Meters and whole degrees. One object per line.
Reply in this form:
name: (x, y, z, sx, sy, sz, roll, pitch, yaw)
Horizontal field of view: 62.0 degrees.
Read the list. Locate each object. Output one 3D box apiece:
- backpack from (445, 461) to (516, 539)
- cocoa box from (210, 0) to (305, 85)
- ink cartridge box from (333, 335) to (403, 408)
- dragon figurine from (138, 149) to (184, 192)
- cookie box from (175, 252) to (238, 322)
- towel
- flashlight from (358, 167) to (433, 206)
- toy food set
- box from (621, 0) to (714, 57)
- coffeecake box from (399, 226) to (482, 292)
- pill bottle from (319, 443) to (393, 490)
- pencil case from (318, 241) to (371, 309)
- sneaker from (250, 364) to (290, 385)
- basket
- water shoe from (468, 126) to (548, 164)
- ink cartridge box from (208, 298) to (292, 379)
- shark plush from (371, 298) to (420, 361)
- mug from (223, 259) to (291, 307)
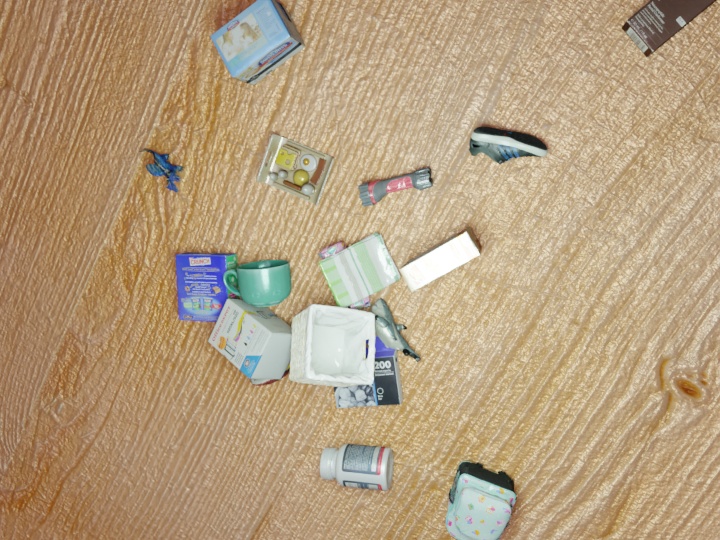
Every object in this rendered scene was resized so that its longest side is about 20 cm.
backpack: (0.326, 0.660, 1.655, 0.175, 0.153, 0.201, 17, 108, 6)
cocoa box: (-0.277, -0.624, 1.634, 0.199, 0.131, 0.134, -29, 90, 16)
ink cartridge box: (0.014, 0.293, 1.737, 0.197, 0.043, 0.202, -7, 95, 15)
dragon figurine: (-0.592, -0.311, 1.777, 0.200, 0.099, 0.059, 42, 105, 5)
cookie box: (-0.459, 0.048, 1.806, 0.170, 0.075, 0.202, 2, 99, 14)
towel: (0.000, 0.000, 1.650, 0.199, 0.031, 0.150, -27, 91, -19)
flashlight: (0.096, -0.226, 1.629, 0.199, 0.068, 0.068, -11, 94, 16)
toy food set: (-0.184, -0.284, 1.696, 0.199, 0.060, 0.144, 24, 103, 10)
box: (0.733, -0.612, 1.408, 0.200, 0.075, 0.100, -41, 86, 14)
coffeecake box: (0.215, -0.032, 1.580, 0.199, 0.153, 0.073, -30, 91, 17)
pill bottle: (-0.011, 0.568, 1.742, 0.198, 0.120, 0.121, 1, 98, 14)
pencil case: (-0.043, 0.021, 1.691, 0.087, 0.087, 0.201, -24, 91, 16)
sneaker: (-0.249, 0.280, 1.795, 0.199, 0.078, 0.082, -35, 74, 13)
basket: (-0.082, 0.211, 1.622, 0.199, 0.161, 0.200, 11, 69, -27)
water shoe: (0.381, -0.315, 1.554, 0.199, 0.072, 0.079, 17, 129, 10)
ink cartridge box: (-0.302, 0.194, 1.713, 0.199, 0.144, 0.148, 32, 99, 32)
shark plush: (0.101, 0.171, 1.680, 0.200, 0.083, 0.091, 41, 144, 11)
mug: (-0.285, 0.038, 1.728, 0.184, 0.151, 0.115, 4, 104, 43)
